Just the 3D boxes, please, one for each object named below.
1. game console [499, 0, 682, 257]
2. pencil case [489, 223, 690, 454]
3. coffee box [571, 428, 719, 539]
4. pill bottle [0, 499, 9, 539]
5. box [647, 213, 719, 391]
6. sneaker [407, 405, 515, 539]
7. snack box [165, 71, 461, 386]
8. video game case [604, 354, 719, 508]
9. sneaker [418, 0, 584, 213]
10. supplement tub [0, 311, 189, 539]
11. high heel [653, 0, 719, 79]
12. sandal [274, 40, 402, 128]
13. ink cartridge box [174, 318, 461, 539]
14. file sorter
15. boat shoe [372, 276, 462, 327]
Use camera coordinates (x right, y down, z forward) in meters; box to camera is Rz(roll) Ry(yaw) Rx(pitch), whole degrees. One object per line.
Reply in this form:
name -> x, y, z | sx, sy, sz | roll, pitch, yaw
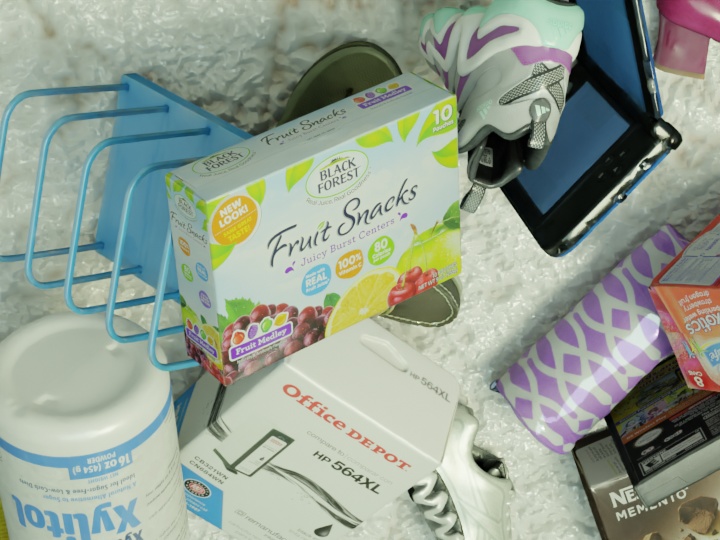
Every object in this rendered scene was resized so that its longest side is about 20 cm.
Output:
game console -> 0.135, -0.132, 1.396 | 0.118, 0.200, 0.171 | 41, 99, -20
pencil case -> 0.195, 0.055, 1.548 | 0.200, 0.084, 0.085 | -43, 145, 14
coffee box -> 0.279, 0.165, 1.600 | 0.199, 0.080, 0.114 | -20, 114, 2
pill bottle -> -0.296, 0.167, 1.522 | 0.111, 0.112, 0.201 | 8, 111, -9
box -> 0.314, -0.003, 1.471 | 0.200, 0.102, 0.095 | -41, 118, -33
sneaker -> 0.093, 0.195, 1.602 | 0.081, 0.075, 0.201 | -29, 113, -4
snack box -> -0.026, -0.030, 1.325 | 0.199, 0.053, 0.143 | -26, 128, -29
video game case -> 0.280, 0.087, 1.513 | 0.199, 0.181, 0.026 | -31, 105, 7
sneaker -> 0.082, -0.108, 1.389 | 0.077, 0.200, 0.141 | 10, 87, -15
supplement tub -> -0.190, 0.141, 1.428 | 0.131, 0.132, 0.201 | -6, 129, -3
high heel -> 0.313, -0.181, 1.466 | 0.198, 0.068, 0.097 | 4, 122, -4
sandal -> -0.040, -0.078, 1.479 | 0.080, 0.057, 0.201 | 38, 104, -19
ink cartridge box -> -0.044, 0.120, 1.502 | 0.146, 0.085, 0.200 | 33, 135, -16
file sorter -> -0.149, -0.033, 1.392 | 0.122, 0.199, 0.140 | -11, 121, -45
boat shoe -> -0.002, 0.002, 1.490 | 0.201, 0.061, 0.072 | 27, 124, -33
